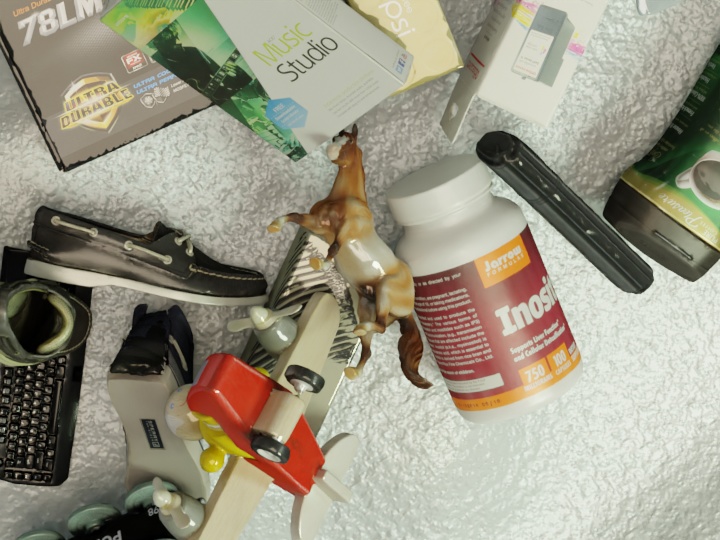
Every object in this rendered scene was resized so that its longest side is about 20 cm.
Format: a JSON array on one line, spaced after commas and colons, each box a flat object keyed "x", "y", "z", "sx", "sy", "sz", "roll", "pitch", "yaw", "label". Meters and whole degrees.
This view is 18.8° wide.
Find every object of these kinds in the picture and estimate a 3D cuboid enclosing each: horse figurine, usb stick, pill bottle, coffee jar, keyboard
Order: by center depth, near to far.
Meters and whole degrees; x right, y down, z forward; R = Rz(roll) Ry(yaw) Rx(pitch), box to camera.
[{"x": 0.000, "y": 0.000, "z": 1.691, "sx": 0.050, "sy": 0.133, "sz": 0.200, "roll": -23, "pitch": 103, "yaw": 31, "label": "horse figurine"}, {"x": 0.166, "y": -0.046, "z": 1.752, "sx": 0.200, "sy": 0.055, "sz": 0.033, "roll": 40, "pitch": 83, "yaw": -33, "label": "usb stick"}, {"x": 0.096, "y": 0.013, "z": 1.760, "sx": 0.113, "sy": 0.113, "sz": 0.200, "roll": -23, "pitch": 104, "yaw": 1, "label": "pill bottle"}, {"x": 0.290, "y": -0.094, "z": 1.765, "sx": 0.104, "sy": 0.085, "sz": 0.200, "roll": 35, "pitch": 97, "yaw": -14, "label": "coffee jar"}, {"x": -0.280, "y": 0.083, "z": 1.785, "sx": 0.104, "sy": 0.040, "sz": 0.200, "roll": 6, "pitch": 102, "yaw": -7, "label": "keyboard"}]

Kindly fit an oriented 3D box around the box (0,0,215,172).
[{"x": -0.189, "y": -0.208, "z": 1.721, "sx": 0.200, "sy": 0.050, "sz": 0.199, "roll": -23, "pitch": 105, "yaw": 0, "label": "box"}]

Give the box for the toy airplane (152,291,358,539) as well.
[{"x": -0.084, "y": 0.127, "z": 1.688, "sx": 0.141, "sy": 0.200, "sz": 0.199, "roll": 17, "pitch": 114, "yaw": 22, "label": "toy airplane"}]

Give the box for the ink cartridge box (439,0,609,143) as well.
[{"x": 0.137, "y": -0.184, "z": 1.715, "sx": 0.067, "sy": 0.117, "sz": 0.200, "roll": 25, "pitch": 100, "yaw": -8, "label": "ink cartridge box"}]

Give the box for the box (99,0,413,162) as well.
[{"x": -0.080, "y": -0.177, "z": 1.651, "sx": 0.200, "sy": 0.036, "sz": 0.144, "roll": 36, "pitch": 138, "yaw": -20, "label": "box"}]

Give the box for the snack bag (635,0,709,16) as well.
[{"x": 0.250, "y": -0.302, "z": 1.684, "sx": 0.200, "sy": 0.021, "sz": 0.189, "roll": -29, "pitch": 111, "yaw": -42, "label": "snack bag"}]

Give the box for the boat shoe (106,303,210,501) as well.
[{"x": -0.157, "y": 0.117, "z": 1.789, "sx": 0.075, "sy": 0.093, "sz": 0.200, "roll": 5, "pitch": 134, "yaw": 9, "label": "boat shoe"}]

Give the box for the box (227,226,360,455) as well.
[{"x": -0.049, "y": 0.064, "z": 1.783, "sx": 0.082, "sy": 0.068, "sz": 0.200, "roll": 22, "pitch": 100, "yaw": -10, "label": "box"}]

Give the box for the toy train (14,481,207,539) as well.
[{"x": -0.200, "y": 0.246, "z": 1.788, "sx": 0.200, "sy": 0.085, "sz": 0.114, "roll": -23, "pitch": 141, "yaw": 9, "label": "toy train"}]

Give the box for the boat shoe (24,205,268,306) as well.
[{"x": -0.169, "y": -0.011, "z": 1.758, "sx": 0.200, "sy": 0.074, "sz": 0.060, "roll": 9, "pitch": 93, "yaw": -7, "label": "boat shoe"}]

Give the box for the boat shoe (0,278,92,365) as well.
[{"x": -0.253, "y": 0.041, "z": 1.683, "sx": 0.066, "sy": 0.201, "sz": 0.072, "roll": 10, "pitch": 87, "yaw": 21, "label": "boat shoe"}]

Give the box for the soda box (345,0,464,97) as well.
[{"x": 0.012, "y": -0.240, "z": 1.686, "sx": 0.068, "sy": 0.064, "sz": 0.200, "roll": -22, "pitch": 103, "yaw": 1, "label": "soda box"}]
